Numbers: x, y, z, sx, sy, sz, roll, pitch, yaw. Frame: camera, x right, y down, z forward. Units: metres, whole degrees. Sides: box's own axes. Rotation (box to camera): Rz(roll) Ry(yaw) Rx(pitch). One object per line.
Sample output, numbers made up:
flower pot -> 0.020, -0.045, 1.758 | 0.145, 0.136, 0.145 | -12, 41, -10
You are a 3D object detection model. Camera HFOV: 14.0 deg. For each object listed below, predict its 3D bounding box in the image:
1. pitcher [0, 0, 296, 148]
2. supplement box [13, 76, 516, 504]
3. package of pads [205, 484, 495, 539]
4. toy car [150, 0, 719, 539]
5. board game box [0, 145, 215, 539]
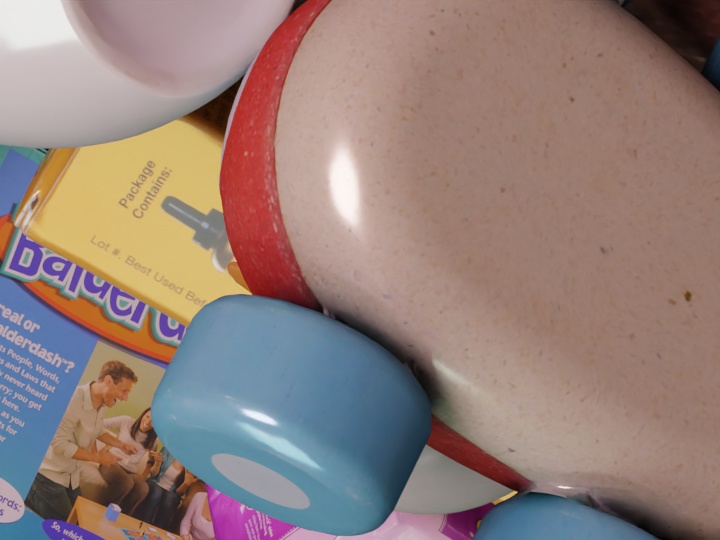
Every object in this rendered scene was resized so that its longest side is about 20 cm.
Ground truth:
pitcher -> -0.121, -0.112, 0.744 | 0.200, 0.121, 0.172 | 16, 159, 45
supplement box -> 0.000, 0.000, 0.890 | 0.200, 0.069, 0.067 | 30, 118, -11
package of pads -> 0.039, 0.097, 0.973 | 0.076, 0.121, 0.200 | -42, 126, 20
toy car -> 0.015, 0.005, 0.768 | 0.177, 0.185, 0.200 | 36, 157, -21
board game box -> -0.104, 0.074, 0.995 | 0.152, 0.200, 0.045 | 30, 156, -9
